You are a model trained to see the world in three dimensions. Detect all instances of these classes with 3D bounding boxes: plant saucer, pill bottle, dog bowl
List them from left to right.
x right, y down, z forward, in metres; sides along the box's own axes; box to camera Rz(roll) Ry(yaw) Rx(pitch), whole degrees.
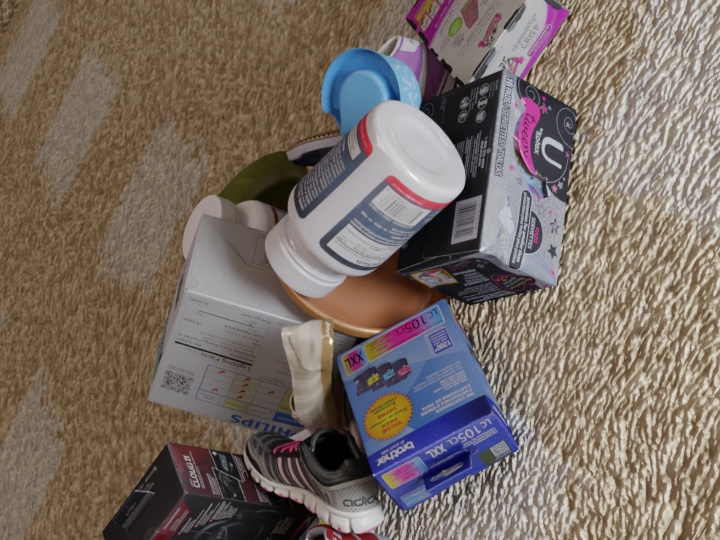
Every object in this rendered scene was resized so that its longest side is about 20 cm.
[{"bbox_3d":[-0.130,-0.060,1.738,0.031,0.200,0.200,40,108,24],"label":"plant saucer"},{"bbox_3d":[-0.107,-0.017,1.639,0.112,0.200,0.112,-33,46,42],"label":"pill bottle"},{"bbox_3d":[-0.002,-0.065,1.370,0.200,0.119,0.120,-41,41,32],"label":"pill bottle"},{"bbox_3d":[0.000,0.000,1.491,0.037,0.200,0.200,112,156,-46],"label":"plant saucer"},{"bbox_3d":[0.019,-0.140,1.474,0.111,0.050,0.200,1,99,41],"label":"dog bowl"}]

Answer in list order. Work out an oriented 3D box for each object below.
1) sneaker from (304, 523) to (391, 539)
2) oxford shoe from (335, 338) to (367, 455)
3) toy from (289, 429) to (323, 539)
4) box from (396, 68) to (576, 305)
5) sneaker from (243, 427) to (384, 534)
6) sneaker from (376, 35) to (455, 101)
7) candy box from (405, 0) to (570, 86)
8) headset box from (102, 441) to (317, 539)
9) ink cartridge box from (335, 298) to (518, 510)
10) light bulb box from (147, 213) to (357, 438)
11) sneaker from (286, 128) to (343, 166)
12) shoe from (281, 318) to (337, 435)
[{"bbox_3d":[0.006,0.324,1.354,0.071,0.112,0.200,-60,33,13],"label":"sneaker"},{"bbox_3d":[0.024,0.122,1.489,0.073,0.071,0.200,-21,54,43],"label":"oxford shoe"},{"bbox_3d":[-0.069,0.291,1.548,0.115,0.047,0.200,-28,55,41],"label":"toy"},{"bbox_3d":[0.133,-0.082,1.405,0.132,0.115,0.200,-15,60,49],"label":"box"},{"bbox_3d":[-0.048,0.195,1.420,0.200,0.074,0.088,23,116,46],"label":"sneaker"},{"bbox_3d":[0.032,-0.178,1.612,0.073,0.114,0.201,7,79,55],"label":"sneaker"},{"bbox_3d":[0.141,-0.291,1.564,0.136,0.061,0.200,-55,34,20],"label":"candy box"},{"bbox_3d":[-0.169,0.271,1.477,0.149,0.200,0.077,-54,41,24],"label":"headset box"},{"bbox_3d":[0.068,0.143,1.362,0.136,0.076,0.200,-30,44,8],"label":"ink cartridge box"},{"bbox_3d":[-0.119,0.069,1.547,0.125,0.198,0.200,-82,13,-45],"label":"light bulb box"},{"bbox_3d":[0.016,-0.115,1.559,0.200,0.070,0.109,-10,101,19],"label":"sneaker"},{"bbox_3d":[-0.053,0.116,1.441,0.200,0.053,0.070,90,174,-51],"label":"shoe"}]
